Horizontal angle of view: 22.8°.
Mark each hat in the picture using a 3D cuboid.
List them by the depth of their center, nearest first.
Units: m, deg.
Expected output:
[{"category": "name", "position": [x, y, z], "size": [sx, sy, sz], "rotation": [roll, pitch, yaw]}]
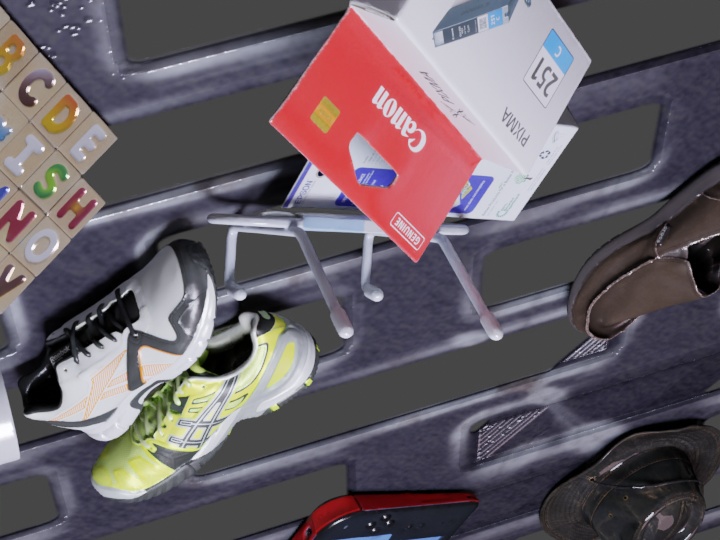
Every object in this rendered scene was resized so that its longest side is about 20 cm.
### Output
[{"category": "hat", "position": [0.281, 0.236, 1.750], "size": [0.200, 0.081, 0.201], "rotation": [-16, 146, -11]}]

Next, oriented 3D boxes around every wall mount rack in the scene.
[{"category": "wall mount rack", "position": [0.000, 0.000, 1.208], "size": [0.200, 0.174, 0.075], "rotation": [1, 95, -31]}]

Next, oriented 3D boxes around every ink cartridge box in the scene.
[{"category": "ink cartridge box", "position": [0.051, -0.112, 1.108], "size": [0.176, 0.045, 0.200], "rotation": [-59, 143, -8]}, {"category": "ink cartridge box", "position": [0.044, -0.083, 1.224], "size": [0.200, 0.039, 0.099], "rotation": [2, 138, -34]}]

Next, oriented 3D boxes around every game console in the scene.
[{"category": "game console", "position": [-0.002, 0.275, 1.680], "size": [0.177, 0.031, 0.200], "rotation": [5, 137, -34]}]

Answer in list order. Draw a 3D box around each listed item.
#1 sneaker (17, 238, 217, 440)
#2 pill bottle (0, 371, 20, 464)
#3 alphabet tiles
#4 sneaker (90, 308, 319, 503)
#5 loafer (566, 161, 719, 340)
[{"category": "sneaker", "position": [-0.170, 0.052, 1.249], "size": [0.080, 0.074, 0.200], "rotation": [11, 132, -37]}, {"category": "pill bottle", "position": [-0.336, 0.114, 1.199], "size": [0.200, 0.112, 0.112], "rotation": [-14, 144, -14]}, {"category": "alphabet tiles", "position": [-0.234, -0.054, 1.069], "size": [0.167, 0.008, 0.200], "rotation": [-48, 145, -7]}, {"category": "sneaker", "position": [-0.129, 0.095, 1.341], "size": [0.200, 0.075, 0.076], "rotation": [-39, 136, 4]}, {"category": "loafer", "position": [0.245, -0.004, 1.416], "size": [0.073, 0.071, 0.200], "rotation": [16, 130, -43]}]
